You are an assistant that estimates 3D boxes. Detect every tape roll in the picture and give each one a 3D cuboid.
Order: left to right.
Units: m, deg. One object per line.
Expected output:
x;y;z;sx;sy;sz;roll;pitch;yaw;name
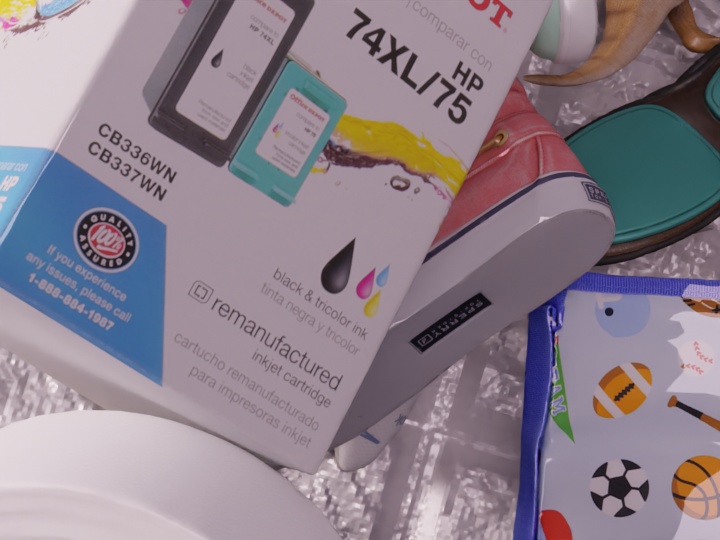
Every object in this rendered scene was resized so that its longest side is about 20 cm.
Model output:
-0.090;0.153;0.662;0.202;0.071;0.203;3;107;11;tape roll

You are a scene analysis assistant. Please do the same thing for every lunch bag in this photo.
0.164;0.088;0.819;0.199;0.124;0.171;4;86;-13;lunch bag

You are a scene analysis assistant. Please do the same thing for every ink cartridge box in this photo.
-0.059;-0.055;0.694;0.147;0.146;0.200;34;75;-29;ink cartridge box

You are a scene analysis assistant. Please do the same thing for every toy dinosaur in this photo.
0.131;-0.130;0.860;0.106;0.060;0.200;18;57;-6;toy dinosaur

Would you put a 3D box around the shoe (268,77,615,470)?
0.000;0.000;0.776;0.200;0.071;0.091;-33;56;7;shoe

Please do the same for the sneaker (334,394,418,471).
-0.061;0.021;0.827;0.200;0.075;0.087;25;88;-3;sneaker

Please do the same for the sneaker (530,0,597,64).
0.009;-0.150;0.779;0.118;0.074;0.201;-25;71;-13;sneaker

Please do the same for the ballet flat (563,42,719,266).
0.149;-0.052;0.840;0.200;0.068;0.068;-33;68;-17;ballet flat
